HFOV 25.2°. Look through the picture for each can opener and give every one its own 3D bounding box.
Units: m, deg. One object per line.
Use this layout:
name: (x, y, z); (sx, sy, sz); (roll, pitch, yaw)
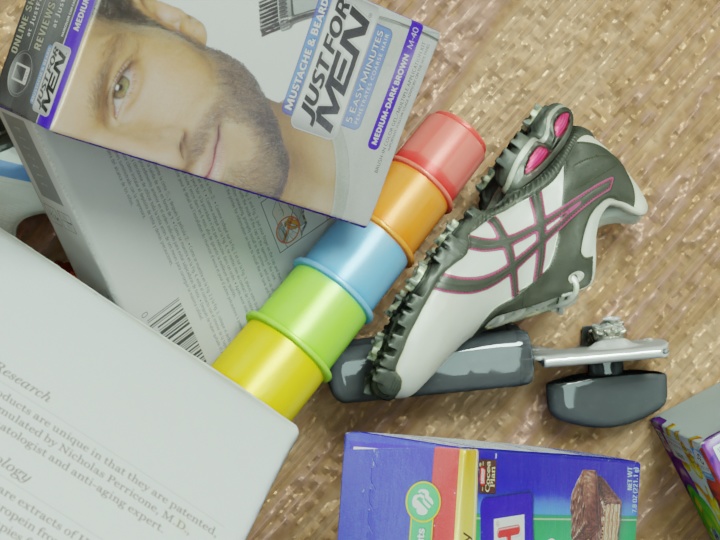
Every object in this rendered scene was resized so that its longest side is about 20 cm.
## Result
can opener: (0.080, 0.060, 0.913); (0.200, 0.053, 0.067); (-1, 93, -5)

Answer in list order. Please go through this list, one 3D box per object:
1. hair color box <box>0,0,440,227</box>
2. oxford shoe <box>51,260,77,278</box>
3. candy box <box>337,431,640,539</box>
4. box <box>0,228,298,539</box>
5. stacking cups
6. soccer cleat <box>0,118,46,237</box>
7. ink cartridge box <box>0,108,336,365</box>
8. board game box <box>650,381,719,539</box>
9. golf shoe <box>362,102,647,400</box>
hair color box: (-0.064, -0.098, 0.773); (0.200, 0.065, 0.109); (15, 98, -42)
oxford shoe: (-0.219, 0.030, 0.876); (0.200, 0.071, 0.073); (4, 97, -6)
candy box: (0.068, 0.174, 0.836); (0.077, 0.200, 0.169); (1, 83, 35)
box: (-0.178, 0.130, 0.794); (0.200, 0.171, 0.199); (33, 130, -6)
stacking cups: (0.000, 0.000, 0.870); (0.061, 0.061, 0.200); (43, 74, -6)
soccer cleat: (-0.127, -0.073, 0.889); (0.200, 0.070, 0.086); (-21, 117, -7)
ink cartridge box: (-0.077, -0.050, 0.853); (0.176, 0.045, 0.200); (-37, 128, -25)
board game box: (0.264, 0.154, 0.909); (0.103, 0.105, 0.200); (-28, 94, -3)
golf shoe: (0.079, 0.000, 0.873); (0.088, 0.077, 0.200); (38, 71, 1)
